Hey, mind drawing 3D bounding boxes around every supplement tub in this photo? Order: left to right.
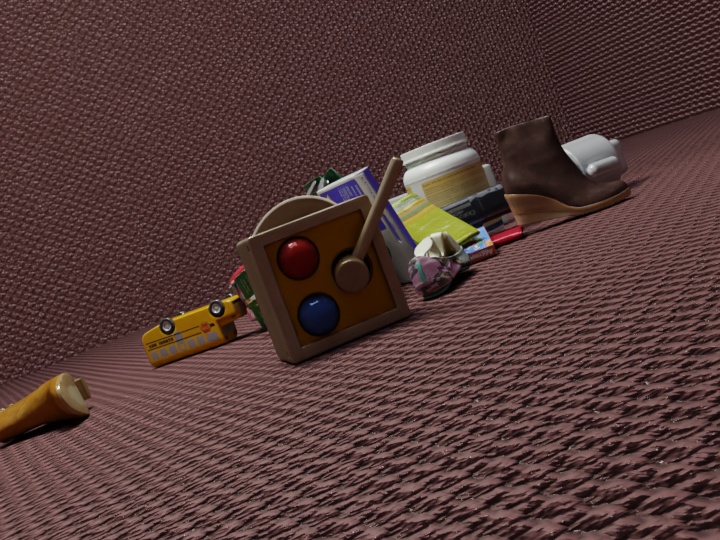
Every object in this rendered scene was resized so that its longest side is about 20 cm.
[{"bbox_3d":[0.162,-0.134,1.729,0.144,0.201,0.144,-20,4,2],"label":"supplement tub"}]

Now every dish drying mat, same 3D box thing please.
[{"bbox_3d":[0.178,-0.033,1.620,0.199,0.018,0.077,-19,8,13],"label":"dish drying mat"}]

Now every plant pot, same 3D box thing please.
[{"bbox_3d":[-0.043,-0.008,1.467,0.187,0.188,0.200,-19,-10,19],"label":"plant pot"}]

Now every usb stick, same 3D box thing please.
[{"bbox_3d":[0.162,-0.088,1.625,0.199,0.056,0.033,-23,-17,0],"label":"usb stick"}]

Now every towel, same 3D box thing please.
[{"bbox_3d":[0.106,-0.077,1.583,0.086,0.018,0.200,-33,34,-14],"label":"towel"}]

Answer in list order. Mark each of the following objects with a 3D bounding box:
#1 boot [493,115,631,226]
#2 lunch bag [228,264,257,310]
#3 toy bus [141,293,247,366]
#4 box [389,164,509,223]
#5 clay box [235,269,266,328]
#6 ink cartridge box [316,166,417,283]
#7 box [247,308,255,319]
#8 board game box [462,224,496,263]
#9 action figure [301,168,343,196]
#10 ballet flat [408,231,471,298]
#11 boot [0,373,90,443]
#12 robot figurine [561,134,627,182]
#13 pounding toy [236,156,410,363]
[{"bbox_3d":[0.326,-0.170,1.568,0.199,0.167,0.072,-12,5,9],"label":"boot"},{"bbox_3d":[-0.133,-0.016,1.680,0.200,0.082,0.176,-46,-11,9],"label":"lunch bag"},{"bbox_3d":[-0.292,0.105,1.734,0.199,0.079,0.065,-19,3,20],"label":"toy bus"},{"bbox_3d":[0.161,-0.115,2.003,0.198,0.131,0.200,-22,4,-28],"label":"box"},{"bbox_3d":[-0.096,0.004,1.582,0.200,0.115,0.048,-37,28,-18],"label":"clay box"},{"bbox_3d":[0.031,-0.067,1.546,0.043,0.199,0.200,-37,10,-21],"label":"ink cartridge box"},{"bbox_3d":[-0.141,0.020,1.973,0.199,0.096,0.100,-20,4,19],"label":"box"},{"bbox_3d":[0.160,-0.036,1.564,0.103,0.020,0.200,-22,11,7],"label":"board game box"},{"bbox_3d":[0.002,-0.103,1.704,0.118,0.200,0.055,-9,56,59],"label":"action figure"},{"bbox_3d":[0.108,-0.014,1.335,0.069,0.071,0.200,-20,4,19],"label":"ballet flat"},{"bbox_3d":[-0.475,0.211,1.417,0.144,0.071,0.201,-28,2,-10],"label":"boot"},{"bbox_3d":[0.396,-0.180,1.772,0.199,0.113,0.169,-22,3,-26],"label":"robot figurine"},{"bbox_3d":[-0.028,-0.011,1.168,0.199,0.185,0.142,-22,4,-15],"label":"pounding toy"}]
